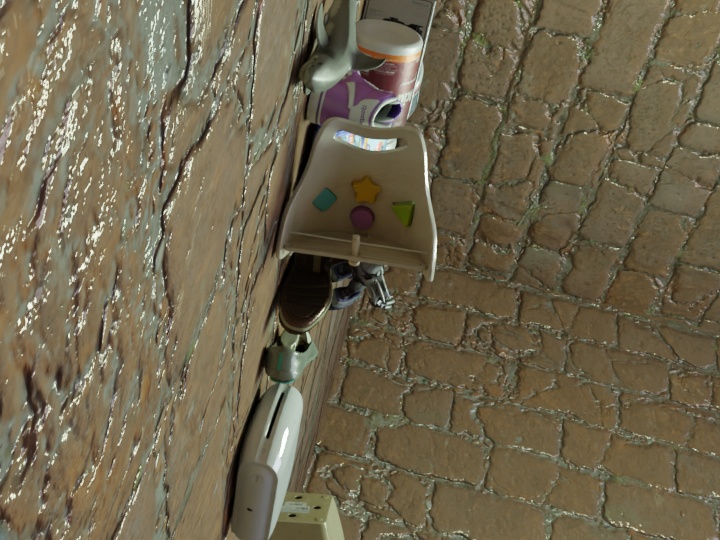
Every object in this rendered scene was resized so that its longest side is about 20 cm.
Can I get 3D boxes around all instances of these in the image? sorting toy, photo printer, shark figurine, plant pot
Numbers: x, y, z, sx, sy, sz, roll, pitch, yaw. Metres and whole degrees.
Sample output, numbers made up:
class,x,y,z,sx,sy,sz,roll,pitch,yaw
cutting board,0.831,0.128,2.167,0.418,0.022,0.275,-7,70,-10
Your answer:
class,x,y,z,sx,sy,sz,roll,pitch,yaw
sorting toy,0.006,-0.098,1.168,0.107,0.199,0.181,-79,177,-63
photo printer,-0.136,0.277,1.373,0.167,0.069,0.201,-74,176,-51
shark figurine,-0.008,-0.276,1.078,0.128,0.089,0.215,101,5,-73
plant pot,-0.126,0.532,1.787,0.200,0.199,0.178,-61,154,-80

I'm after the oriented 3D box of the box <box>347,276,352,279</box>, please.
class,x,y,z,sx,sy,sz,roll,pitch,yaw
box,0.013,-0.102,1.634,0.161,0.049,0.201,-86,-177,-68

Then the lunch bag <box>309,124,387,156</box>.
class,x,y,z,sx,sy,sz,roll,pitch,yaw
lunch bag,-0.042,-0.137,1.307,0.200,0.094,0.151,-40,147,-65

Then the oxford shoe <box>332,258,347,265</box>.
class,x,y,z,sx,sy,sz,roll,pitch,yaw
oxford shoe,-0.005,-0.045,1.502,0.075,0.200,0.071,-35,101,-50

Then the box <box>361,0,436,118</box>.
class,x,y,z,sx,sy,sz,roll,pitch,yaw
box,0.049,-0.363,1.565,0.060,0.116,0.201,-64,167,-79

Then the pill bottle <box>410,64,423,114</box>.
class,x,y,z,sx,sy,sz,roll,pitch,yaw
pill bottle,0.052,-0.338,1.728,0.200,0.119,0.120,91,13,-80

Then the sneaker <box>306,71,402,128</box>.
class,x,y,z,sx,sy,sz,roll,pitch,yaw
sneaker,0.000,-0.224,1.234,0.201,0.114,0.073,-75,176,-62

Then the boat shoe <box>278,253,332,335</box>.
class,x,y,z,sx,sy,sz,roll,pitch,yaw
boat shoe,-0.077,0.032,1.356,0.203,0.074,0.075,-74,-177,-51

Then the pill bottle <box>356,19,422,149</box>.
class,x,y,z,sx,sy,sz,roll,pitch,yaw
pill bottle,0.023,-0.276,1.454,0.114,0.114,0.201,-73,176,-57

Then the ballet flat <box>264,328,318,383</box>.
class,x,y,z,sx,sy,sz,roll,pitch,yaw
ballet flat,-0.099,0.113,1.394,0.200,0.067,0.064,-66,161,-79

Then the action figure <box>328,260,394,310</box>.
class,x,y,z,sx,sy,sz,roll,pitch,yaw
action figure,0.000,0.000,1.363,0.200,0.069,0.131,147,-67,-67
